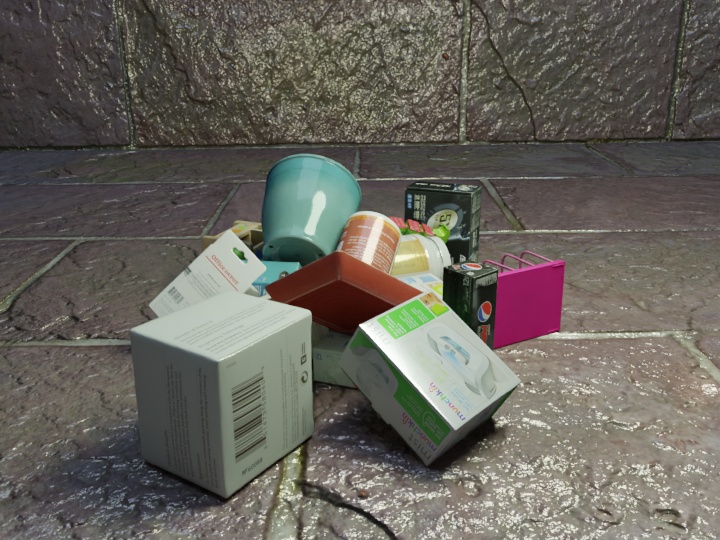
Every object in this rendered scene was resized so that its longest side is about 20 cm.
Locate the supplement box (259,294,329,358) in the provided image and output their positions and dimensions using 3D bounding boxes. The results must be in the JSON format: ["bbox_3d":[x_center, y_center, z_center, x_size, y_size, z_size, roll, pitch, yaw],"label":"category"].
[{"bbox_3d":[-0.151,0.108,1.254,0.073,0.127,0.199,-10,8,45],"label":"supplement box"}]

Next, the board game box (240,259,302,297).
[{"bbox_3d":[-0.215,0.059,1.383,0.198,0.153,0.047,3,-16,10],"label":"board game box"}]

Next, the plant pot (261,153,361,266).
[{"bbox_3d":[-0.110,-0.090,1.451,0.198,0.201,0.189,3,51,11],"label":"plant pot"}]

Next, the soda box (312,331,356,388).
[{"bbox_3d":[0.022,0.157,1.223,0.198,0.064,0.068,7,22,20],"label":"soda box"}]

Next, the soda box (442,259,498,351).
[{"bbox_3d":[0.175,0.090,1.200,0.063,0.202,0.070,-14,24,-38],"label":"soda box"}]

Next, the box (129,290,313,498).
[{"bbox_3d":[-0.186,0.160,1.025,0.170,0.201,0.199,11,21,31],"label":"box"}]

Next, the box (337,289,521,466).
[{"bbox_3d":[0.098,0.150,1.077,0.176,0.097,0.200,-20,59,-44],"label":"box"}]

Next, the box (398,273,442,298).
[{"bbox_3d":[0.127,0.089,1.349,0.111,0.102,0.200,-9,21,-23],"label":"box"}]

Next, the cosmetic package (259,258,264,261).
[{"bbox_3d":[-0.166,0.029,1.524,0.090,0.108,0.199,17,28,42],"label":"cosmetic package"}]

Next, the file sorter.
[{"bbox_3d":[0.267,0.049,1.401,0.198,0.141,0.125,-11,21,-26],"label":"file sorter"}]

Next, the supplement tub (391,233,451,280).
[{"bbox_3d":[0.074,0.002,1.530,0.198,0.146,0.145,-8,21,-20],"label":"supplement tub"}]

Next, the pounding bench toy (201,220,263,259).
[{"bbox_3d":[-0.231,-0.021,1.634,0.198,0.126,0.156,8,22,22],"label":"pounding bench toy"}]

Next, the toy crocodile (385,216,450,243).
[{"bbox_3d":[0.105,-0.085,1.618,0.198,0.062,0.068,11,35,-23],"label":"toy crocodile"}]

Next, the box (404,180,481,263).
[{"bbox_3d":[0.190,-0.097,1.716,0.162,0.202,0.086,9,19,23],"label":"box"}]

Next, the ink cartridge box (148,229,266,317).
[{"bbox_3d":[-0.267,0.039,1.336,0.116,0.200,0.068,44,-5,18],"label":"ink cartridge box"}]

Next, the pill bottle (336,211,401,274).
[{"bbox_3d":[0.000,0.000,1.360,0.111,0.113,0.201,7,57,20],"label":"pill bottle"}]

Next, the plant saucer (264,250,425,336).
[{"bbox_3d":[-0.024,0.049,1.191,0.199,0.037,0.199,27,-34,-34],"label":"plant saucer"}]
